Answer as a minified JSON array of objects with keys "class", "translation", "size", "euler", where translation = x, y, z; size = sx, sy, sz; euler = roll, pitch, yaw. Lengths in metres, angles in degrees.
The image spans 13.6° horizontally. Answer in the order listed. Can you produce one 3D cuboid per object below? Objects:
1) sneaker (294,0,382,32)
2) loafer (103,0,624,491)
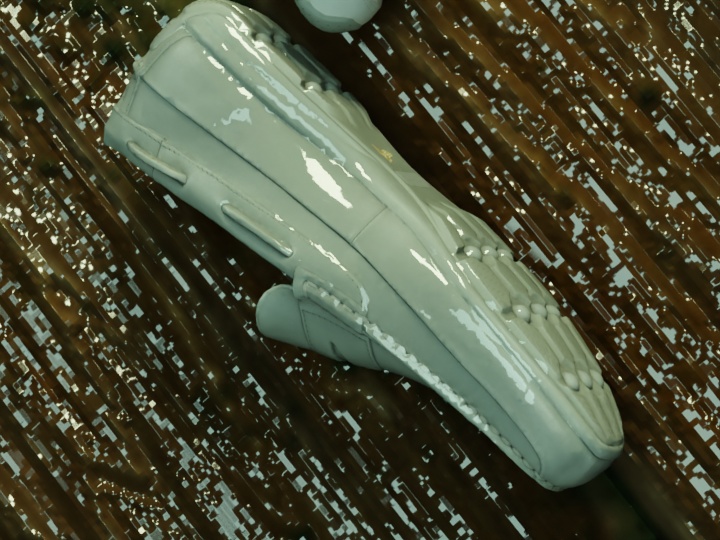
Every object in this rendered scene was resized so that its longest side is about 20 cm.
[{"class":"sneaker","translation":[0.015,-0.173,0.936],"size":[0.080,0.070,0.202],"euler":[7,90,12]},{"class":"loafer","translation":[0.000,0.000,0.939],"size":[0.200,0.070,0.070],"euler":[46,104,19]}]
